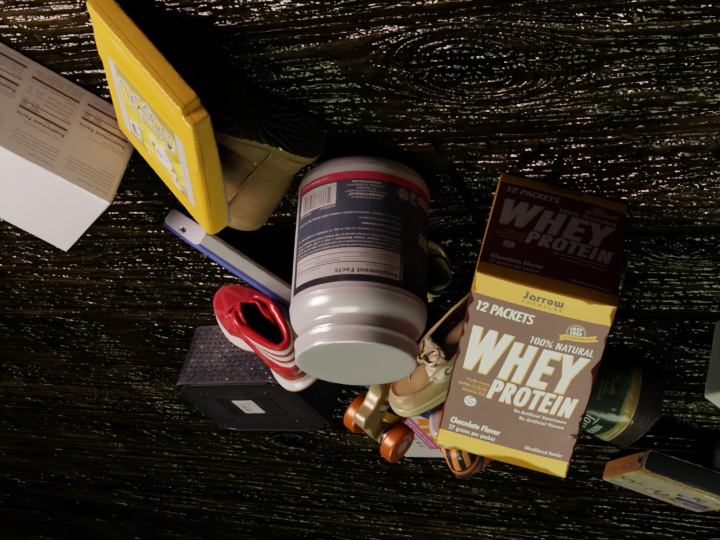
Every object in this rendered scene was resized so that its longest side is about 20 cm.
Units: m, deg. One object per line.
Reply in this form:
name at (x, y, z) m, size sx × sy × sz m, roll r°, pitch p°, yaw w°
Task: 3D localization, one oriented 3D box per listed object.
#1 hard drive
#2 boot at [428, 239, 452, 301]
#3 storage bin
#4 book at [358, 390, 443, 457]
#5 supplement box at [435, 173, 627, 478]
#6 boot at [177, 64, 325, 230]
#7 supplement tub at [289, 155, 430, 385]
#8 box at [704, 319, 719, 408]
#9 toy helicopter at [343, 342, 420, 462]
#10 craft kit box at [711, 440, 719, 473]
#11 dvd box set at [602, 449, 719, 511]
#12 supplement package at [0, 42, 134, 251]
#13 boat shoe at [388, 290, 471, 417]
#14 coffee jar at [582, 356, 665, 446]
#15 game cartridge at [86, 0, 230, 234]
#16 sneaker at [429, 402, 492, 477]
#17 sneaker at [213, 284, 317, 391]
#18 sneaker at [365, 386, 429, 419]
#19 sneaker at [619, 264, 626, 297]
hard drive at (-0.130, 0.001, 1.593) m, size 0.199 × 0.026 × 0.132 m, roll 35°, pitch 177°, yaw -28°
boot at (0.045, 0.026, 1.556) m, size 0.154 × 0.074 × 0.200 m, roll -8°, pitch 140°, yaw 37°
storage bin at (-0.135, 0.146, 1.844) m, size 0.198 × 0.095 × 0.135 m, roll -5°, pitch 145°, yaw 34°
book at (0.107, 0.206, 1.870) m, size 0.198 × 0.049 × 0.134 m, roll -8°, pitch 139°, yaw 42°
supplement box at (0.168, 0.049, 1.321) m, size 0.131 × 0.198 × 0.202 m, roll 14°, pitch 123°, yaw 6°
boot at (-0.143, -0.118, 1.412) m, size 0.173 × 0.067 × 0.200 m, roll 27°, pitch 152°, yaw -15°
supplement tub at (0.000, 0.000, 1.374) m, size 0.138 × 0.203 × 0.141 m, roll 2°, pitch 156°, yaw 1°
box at (0.479, 0.100, 1.412) m, size 0.124 × 0.099 × 0.199 m, roll 33°, pitch 149°, yaw -27°
toy helicopter at (0.037, 0.124, 1.570) m, size 0.079 × 0.132 × 0.201 m, roll 35°, pitch 163°, yaw 27°
craft kit box at (0.568, 0.237, 1.662) m, size 0.195 × 0.049 × 0.200 m, roll 26°, pitch 151°, yaw -10°
dvd box set at (0.412, 0.278, 1.782) m, size 0.144 × 0.030 × 0.200 m, roll 19°, pitch 167°, yaw 0°
supplement package at (-0.362, -0.134, 1.458) m, size 0.198 × 0.112 × 0.155 m, roll 29°, pitch 150°, yaw -19°
boat shoe at (0.101, 0.077, 1.512) m, size 0.073 × 0.200 × 0.063 m, roll 35°, pitch 167°, yaw 48°
coffee jar at (0.257, 0.139, 1.617) m, size 0.197 × 0.086 × 0.105 m, roll 20°, pitch 152°, yaw -6°
game cartridge at (-0.195, -0.149, 1.320) m, size 0.177 × 0.032 × 0.201 m, roll 48°, pitch 163°, yaw 23°
sneaker at (0.122, 0.147, 1.577) m, size 0.076 × 0.202 × 0.113 m, roll 4°, pitch 141°, yaw 18°
sneaker at (-0.123, 0.047, 1.588) m, size 0.199 × 0.078 × 0.116 m, roll 34°, pitch 160°, yaw 41°
sneaker at (0.036, 0.114, 1.727) m, size 0.198 × 0.078 × 0.070 m, roll 27°, pitch 162°, yaw 30°
sneaker at (0.208, 0.043, 1.482) m, size 0.085 × 0.078 × 0.201 m, roll 28°, pitch 132°, yaw -3°
